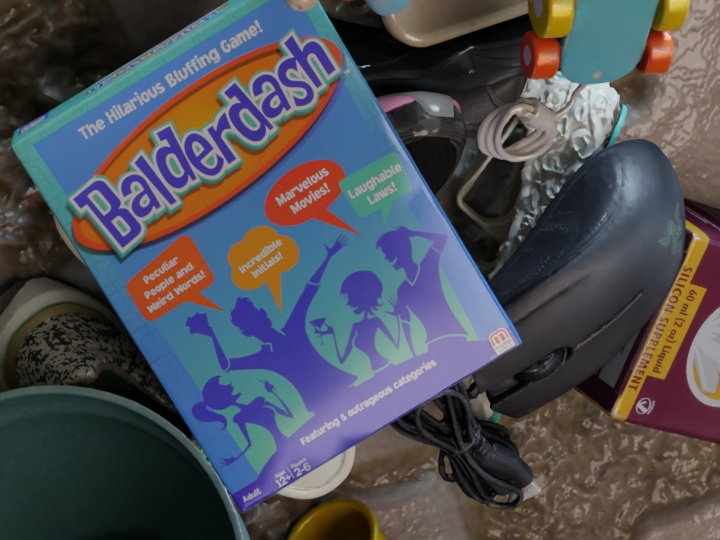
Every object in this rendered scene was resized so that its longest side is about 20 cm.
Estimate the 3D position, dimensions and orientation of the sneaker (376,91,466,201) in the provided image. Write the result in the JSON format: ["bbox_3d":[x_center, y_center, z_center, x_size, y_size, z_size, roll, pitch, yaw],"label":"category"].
[{"bbox_3d":[0.000,0.000,1.314,0.079,0.096,0.200,3,139,-33],"label":"sneaker"}]

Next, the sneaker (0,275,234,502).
[{"bbox_3d":[-0.097,0.078,1.338,0.200,0.089,0.077,28,98,-39],"label":"sneaker"}]

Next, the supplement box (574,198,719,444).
[{"bbox_3d":[0.207,0.033,1.510,0.199,0.086,0.111,15,106,-37],"label":"supplement box"}]

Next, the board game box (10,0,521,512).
[{"bbox_3d":[-0.042,-0.015,1.237,0.152,0.045,0.201,-32,101,3],"label":"board game box"}]

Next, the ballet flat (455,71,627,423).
[{"bbox_3d":[0.073,-0.015,1.425,0.071,0.072,0.201,13,104,-37],"label":"ballet flat"}]

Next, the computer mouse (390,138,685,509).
[{"bbox_3d":[0.106,0.026,1.377,0.200,0.053,0.139,-53,141,-8],"label":"computer mouse"}]

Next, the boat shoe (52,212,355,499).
[{"bbox_3d":[-0.071,0.020,1.299,0.073,0.062,0.200,-38,104,6],"label":"boat shoe"}]

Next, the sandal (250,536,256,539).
[{"bbox_3d":[-0.059,0.163,1.380,0.199,0.055,0.082,22,112,5],"label":"sandal"}]

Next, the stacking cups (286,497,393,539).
[{"bbox_3d":[0.033,0.203,1.504,0.061,0.060,0.200,-45,129,-4],"label":"stacking cups"}]

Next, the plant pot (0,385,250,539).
[{"bbox_3d":[-0.129,0.169,1.268,0.200,0.200,0.134,-45,157,-4],"label":"plant pot"}]

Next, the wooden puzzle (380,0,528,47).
[{"bbox_3d":[0.091,-0.217,1.302,0.185,0.046,0.201,-21,124,-40],"label":"wooden puzzle"}]

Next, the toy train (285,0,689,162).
[{"bbox_3d":[0.058,-0.135,1.211,0.150,0.056,0.200,-29,141,15],"label":"toy train"}]

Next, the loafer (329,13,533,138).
[{"bbox_3d":[0.000,-0.083,1.329,0.199,0.073,0.073,-8,123,-28],"label":"loafer"}]
